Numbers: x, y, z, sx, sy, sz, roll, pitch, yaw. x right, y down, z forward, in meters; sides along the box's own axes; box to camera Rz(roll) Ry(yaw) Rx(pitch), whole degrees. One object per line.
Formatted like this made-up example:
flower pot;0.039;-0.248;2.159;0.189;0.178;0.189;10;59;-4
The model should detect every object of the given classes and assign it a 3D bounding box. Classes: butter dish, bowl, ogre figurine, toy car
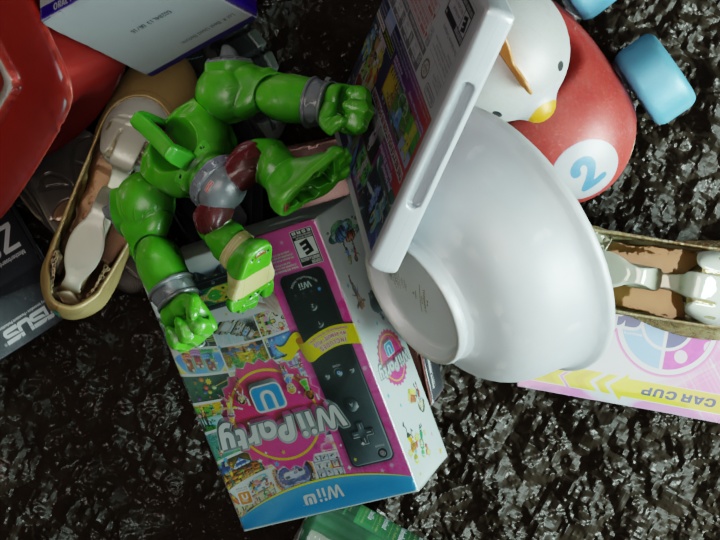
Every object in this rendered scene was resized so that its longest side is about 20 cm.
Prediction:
butter dish;-0.224;-0.165;1.323;0.147;0.199;0.201;-20;75;-35
bowl;0.067;-0.002;1.270;0.090;0.201;0.202;-32;91;-25
ogre figurine;-0.088;-0.060;1.255;0.120;0.098;0.201;42;119;22
toy car;0.106;-0.129;1.297;0.184;0.200;0.177;-36;82;9

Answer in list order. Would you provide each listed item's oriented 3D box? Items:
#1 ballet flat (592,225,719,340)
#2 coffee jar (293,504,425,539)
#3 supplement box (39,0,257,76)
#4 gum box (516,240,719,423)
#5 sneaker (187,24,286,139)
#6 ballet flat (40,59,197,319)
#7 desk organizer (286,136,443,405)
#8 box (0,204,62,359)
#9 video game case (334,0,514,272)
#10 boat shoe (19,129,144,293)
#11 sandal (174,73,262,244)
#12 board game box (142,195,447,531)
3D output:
ballet flat;0.204;0.009;1.304;0.199;0.065;0.071;6;92;5
coffee jar;0.040;0.242;1.401;0.199;0.085;0.105;22;97;4
supplement box;-0.139;-0.246;1.247;0.101;0.103;0.201;-24;59;34
gum box;0.218;0.040;1.371;0.199;0.066;0.114;10;95;6
sneaker;-0.129;-0.168;1.402;0.079;0.075;0.200;-36;91;30
ballet flat;-0.163;-0.057;1.323;0.068;0.063;0.201;22;94;0
desk organizer;0.000;0.000;1.392;0.077;0.072;0.201;-11;94;10
box;-0.325;0.012;1.373;0.200;0.049;0.162;-34;101;-36
video game case;0.035;-0.124;1.224;0.023;0.200;0.183;16;118;-18
boat shoe;-0.211;-0.065;1.408;0.074;0.073;0.200;-36;81;-13
sandal;-0.105;-0.044;1.382;0.076;0.043;0.201;-2;110;33
board game box;-0.045;0.066;1.346;0.147;0.064;0.201;-16;102;26
